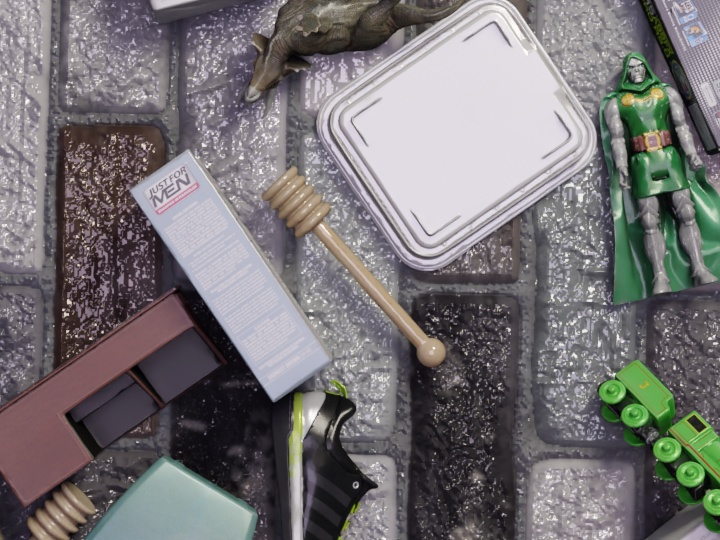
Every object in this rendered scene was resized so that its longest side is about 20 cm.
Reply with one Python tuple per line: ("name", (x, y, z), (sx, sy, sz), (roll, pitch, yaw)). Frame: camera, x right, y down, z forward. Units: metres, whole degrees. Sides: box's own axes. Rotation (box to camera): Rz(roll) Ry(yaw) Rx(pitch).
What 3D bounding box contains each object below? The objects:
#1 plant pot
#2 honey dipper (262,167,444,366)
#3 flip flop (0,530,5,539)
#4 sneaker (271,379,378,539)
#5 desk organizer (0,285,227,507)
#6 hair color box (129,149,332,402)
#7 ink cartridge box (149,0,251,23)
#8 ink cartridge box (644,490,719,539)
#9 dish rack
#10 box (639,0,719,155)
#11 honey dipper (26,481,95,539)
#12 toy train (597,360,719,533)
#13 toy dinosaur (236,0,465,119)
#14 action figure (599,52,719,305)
("plant pot", (-0.169, 0.255, 1.307), (0.141, 0.141, 0.201), (31, 82, -1))
("honey dipper", (0.000, 0.000, 1.357), (0.038, 0.038, 0.200), (-43, 94, -2))
("flip flop", (-0.314, 0.196, 1.292), (0.057, 0.081, 0.201), (-17, 59, -16))
("sneaker", (-0.025, 0.191, 1.341), (0.082, 0.072, 0.202), (-5, 89, -3))
("desk organizer", (-0.209, 0.100, 1.337), (0.199, 0.072, 0.077), (-35, 93, -2))
("hair color box", (-0.101, 0.004, 1.327), (0.060, 0.099, 0.201), (-34, 90, -1))
("ink cartridge box", (-0.136, -0.316, 1.347), (0.115, 0.068, 0.201), (-14, 90, -2))
("ink cartridge box", (0.344, 0.266, 1.345), (0.145, 0.084, 0.200), (-37, 90, -2))
("dish rack", (0.082, -0.116, 1.364), (0.199, 0.044, 0.172), (-34, 89, -3))
("box", (0.324, -0.219, 1.372), (0.159, 0.044, 0.201), (-23, 90, -2))
("honey dipper", (-0.296, 0.257, 1.350), (0.038, 0.038, 0.200), (43, 90, -1))
("toy train", (0.264, 0.148, 1.316), (0.056, 0.042, 0.200), (-33, 52, -12))
("toy dinosaur", (-0.016, -0.205, 1.343), (0.199, 0.102, 0.077), (-22, 77, -11))
("action figure", (0.245, -0.082, 1.366), (0.117, 0.055, 0.201), (-13, 85, 1))
